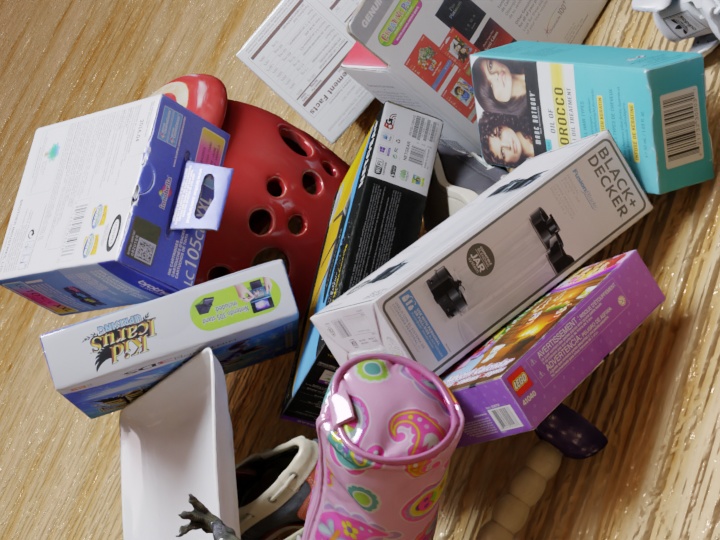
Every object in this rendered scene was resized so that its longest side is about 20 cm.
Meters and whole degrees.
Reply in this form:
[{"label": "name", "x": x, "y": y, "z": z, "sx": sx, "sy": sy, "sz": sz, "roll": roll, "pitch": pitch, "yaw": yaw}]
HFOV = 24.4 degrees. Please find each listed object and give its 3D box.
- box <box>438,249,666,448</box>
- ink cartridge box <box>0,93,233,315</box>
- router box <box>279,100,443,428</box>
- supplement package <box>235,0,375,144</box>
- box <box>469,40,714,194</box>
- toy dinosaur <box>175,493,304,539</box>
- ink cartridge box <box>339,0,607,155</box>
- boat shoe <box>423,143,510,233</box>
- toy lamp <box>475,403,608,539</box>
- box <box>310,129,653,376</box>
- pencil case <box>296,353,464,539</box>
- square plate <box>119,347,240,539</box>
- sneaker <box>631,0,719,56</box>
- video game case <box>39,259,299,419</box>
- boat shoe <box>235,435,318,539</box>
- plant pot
[{"label": "box", "x": 0.078, "y": 0.059, "z": 1.032, "sx": 0.137, "sy": 0.039, "sz": 0.200, "roll": -39, "pitch": 9, "yaw": -34}, {"label": "ink cartridge box", "x": -0.179, "y": -0.048, "z": 1.255, "sx": 0.199, "sy": 0.076, "sz": 0.138, "roll": -9, "pitch": 62, "yaw": 47}, {"label": "router box", "x": 0.000, "y": 0.000, "z": 1.221, "sx": 0.149, "sy": 0.051, "sz": 0.201, "roll": 120, "pitch": 165, "yaw": -58}, {"label": "supplement package", "x": -0.006, "y": -0.213, "z": 1.426, "sx": 0.156, "sy": 0.111, "sz": 0.200, "roll": -48, "pitch": 6, "yaw": 11}, {"label": "box", "x": 0.151, "y": -0.107, "z": 1.123, "sx": 0.049, "sy": 0.083, "sz": 0.200, "roll": -16, "pitch": 16, "yaw": -27}, {"label": "toy dinosaur", "x": -0.088, "y": 0.189, "z": 1.067, "sx": 0.200, "sy": 0.087, "sz": 0.048, "roll": -38, "pitch": -35, "yaw": -66}, {"label": "ink cartridge box", "x": 0.083, "y": -0.211, "z": 1.277, "sx": 0.201, "sy": 0.175, "sz": 0.084, "roll": -57, "pitch": 27, "yaw": -10}, {"label": "boat shoe", "x": 0.087, "y": -0.050, "z": 1.232, "sx": 0.200, "sy": 0.062, "sz": 0.073, "roll": -123, "pitch": 28, "yaw": -70}, {"label": "toy lamp", "x": 0.071, "y": 0.170, "z": 0.977, "sx": 0.201, "sy": 0.058, "sz": 0.058, "roll": -55, "pitch": 26, "yaw": -8}, {"label": "box", "x": 0.077, "y": -0.005, "z": 1.060, "sx": 0.199, "sy": 0.060, "sz": 0.116, "roll": -36, "pitch": 8, "yaw": -23}, {"label": "pencil case", "x": 0.004, "y": 0.141, "z": 0.990, "sx": 0.201, "sy": 0.087, "sz": 0.088, "roll": 103, "pitch": 177, "yaw": -46}, {"label": "square plate", "x": -0.130, "y": 0.177, "z": 1.213, "sx": 0.200, "sy": 0.028, "sz": 0.200, "roll": -34, "pitch": 57, "yaw": 57}, {"label": "sneaker", "x": 0.240, "y": -0.163, "z": 1.083, "sx": 0.115, "sy": 0.075, "sz": 0.201, "roll": -32, "pitch": 29, "yaw": 37}, {"label": "video game case", "x": -0.137, "y": 0.056, "z": 1.259, "sx": 0.180, "sy": 0.046, "sz": 0.200, "roll": -17, "pitch": -10, "yaw": -5}, {"label": "boat shoe", "x": -0.077, "y": 0.163, "z": 1.215, "sx": 0.199, "sy": 0.062, "sz": 0.072, "roll": -22, "pitch": 42, "yaw": 49}, {"label": "plant pot", "x": -0.124, "y": -0.057, "z": 1.426, "sx": 0.200, "sy": 0.182, "sz": 0.201, "roll": -37, "pitch": 29, "yaw": 25}]
